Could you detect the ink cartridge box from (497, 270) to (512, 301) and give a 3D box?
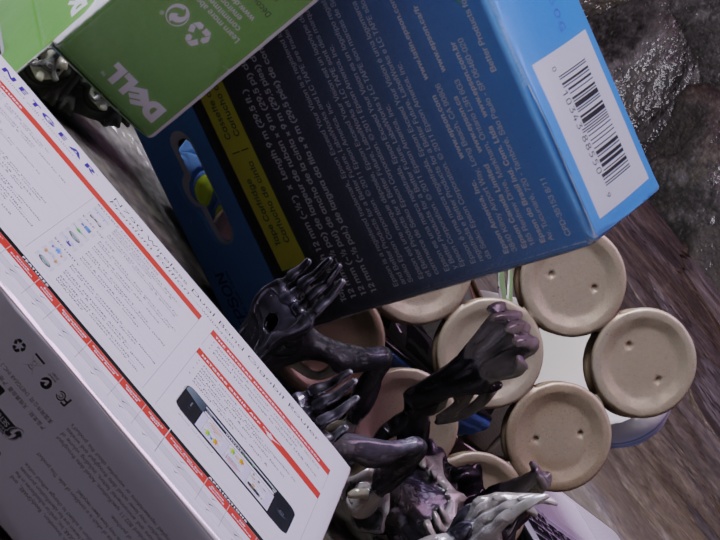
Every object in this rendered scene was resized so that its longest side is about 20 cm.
[{"bbox_3d":[0.055,-0.073,1.213,0.146,0.048,0.202,67,26,-74],"label":"ink cartridge box"}]

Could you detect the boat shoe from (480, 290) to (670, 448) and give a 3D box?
[{"bbox_3d":[0.101,0.065,1.268,0.199,0.072,0.069,9,-39,54],"label":"boat shoe"}]

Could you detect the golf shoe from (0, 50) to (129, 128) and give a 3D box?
[{"bbox_3d":[-0.153,-0.148,1.051,0.200,0.077,0.088,47,2,-26],"label":"golf shoe"}]

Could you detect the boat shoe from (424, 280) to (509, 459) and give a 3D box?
[{"bbox_3d":[0.025,0.016,1.198,0.072,0.075,0.201,-106,175,-85],"label":"boat shoe"}]

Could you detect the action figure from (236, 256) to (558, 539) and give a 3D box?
[{"bbox_3d":[0.032,0.077,0.972,0.200,0.102,0.120,38,31,-49],"label":"action figure"}]

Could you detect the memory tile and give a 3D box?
[{"bbox_3d":[0.040,0.017,1.078,0.200,0.153,0.017,50,-5,-9],"label":"memory tile"}]

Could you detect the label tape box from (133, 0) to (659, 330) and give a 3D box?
[{"bbox_3d":[0.005,-0.063,0.996,0.066,0.199,0.144,-36,104,-47],"label":"label tape box"}]

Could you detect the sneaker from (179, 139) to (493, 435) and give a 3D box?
[{"bbox_3d":[0.000,0.000,1.119,0.200,0.083,0.071,48,-23,-14],"label":"sneaker"}]

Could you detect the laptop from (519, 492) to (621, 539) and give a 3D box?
[{"bbox_3d":[0.176,0.149,1.278,0.187,0.116,0.201,39,16,-48],"label":"laptop"}]

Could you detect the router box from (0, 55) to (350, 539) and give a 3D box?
[{"bbox_3d":[-0.091,0.027,0.778,0.200,0.049,0.180,50,11,-3],"label":"router box"}]

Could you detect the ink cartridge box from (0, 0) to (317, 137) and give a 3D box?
[{"bbox_3d":[-0.072,-0.120,0.946,0.059,0.200,0.104,45,13,-31],"label":"ink cartridge box"}]
